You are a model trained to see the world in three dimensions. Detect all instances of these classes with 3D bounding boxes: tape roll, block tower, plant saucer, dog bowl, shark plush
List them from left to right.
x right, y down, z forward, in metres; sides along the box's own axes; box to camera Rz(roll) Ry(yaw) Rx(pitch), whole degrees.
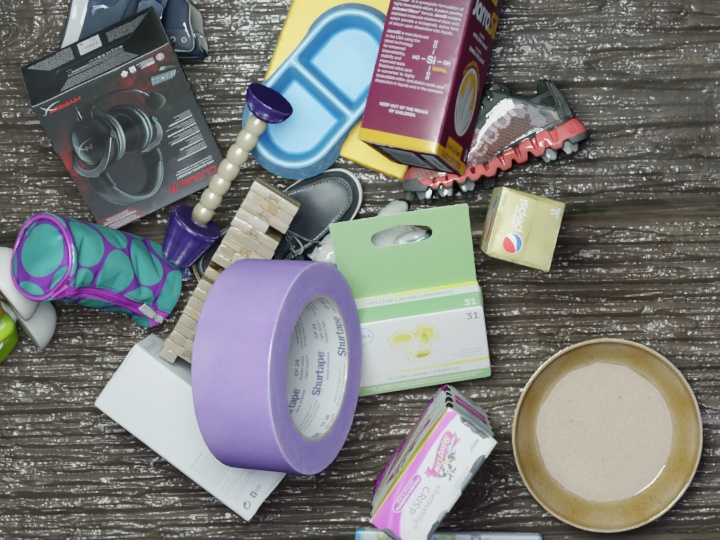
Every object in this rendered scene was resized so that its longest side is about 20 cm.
[{"bbox_3d":[-0.130,0.007,1.649,0.057,0.054,0.201,30,100,-4],"label":"block tower"},{"bbox_3d":[-0.076,0.090,1.567,0.084,0.199,0.203,3,94,25],"label":"tape roll"},{"bbox_3d":[-0.038,-0.183,1.667,0.111,0.050,0.200,42,94,-1],"label":"dog bowl"},{"bbox_3d":[0.000,0.000,1.674,0.198,0.091,0.084,-19,123,-25],"label":"shark plush"},{"bbox_3d":[0.255,0.170,1.716,0.197,0.035,0.203,0,93,1],"label":"plant saucer"}]

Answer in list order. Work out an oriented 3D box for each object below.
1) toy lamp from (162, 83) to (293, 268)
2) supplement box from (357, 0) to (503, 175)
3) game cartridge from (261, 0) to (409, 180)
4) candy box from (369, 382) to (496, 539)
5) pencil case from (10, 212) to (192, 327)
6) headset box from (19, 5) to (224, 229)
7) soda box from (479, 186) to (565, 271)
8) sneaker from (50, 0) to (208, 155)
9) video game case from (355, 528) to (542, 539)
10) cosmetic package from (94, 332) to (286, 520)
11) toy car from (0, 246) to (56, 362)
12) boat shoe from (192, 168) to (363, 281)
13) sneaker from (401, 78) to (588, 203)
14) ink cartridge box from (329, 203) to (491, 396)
[{"bbox_3d":[-0.138,-0.090,1.637,0.058,0.058,0.201,31,113,0],"label":"toy lamp"},{"bbox_3d":[0.073,-0.207,1.615,0.085,0.110,0.203,12,86,19],"label":"supplement box"},{"bbox_3d":[-0.001,-0.218,1.705,0.174,0.032,0.202,21,91,0],"label":"game cartridge"},{"bbox_3d":[0.071,0.192,1.640,0.061,0.200,0.137,35,93,-1],"label":"candy box"},{"bbox_3d":[-0.257,0.002,1.632,0.085,0.199,0.093,-38,65,18],"label":"pencil case"},{"bbox_3d":[-0.229,-0.140,1.644,0.147,0.078,0.201,-24,133,-3],"label":"headset box"},{"bbox_3d":[0.157,-0.043,1.623,0.063,0.200,0.069,14,93,1],"label":"soda box"},{"bbox_3d":[-0.236,-0.205,1.686,0.144,0.077,0.205,14,93,3],"label":"sneaker"},{"bbox_3d":[0.091,0.348,1.740,0.197,0.018,0.145,1,94,1],"label":"video game case"},{"bbox_3d":[-0.167,0.158,1.689,0.199,0.113,0.081,38,94,-3],"label":"cosmetic package"},{"bbox_3d":[-0.414,0.043,1.656,0.175,0.200,0.150,-41,75,-13],"label":"toy car"},{"bbox_3d":[-0.085,-0.040,1.700,0.198,0.062,0.075,-28,90,2],"label":"boat shoe"},{"bbox_3d":[0.128,-0.136,1.685,0.198,0.071,0.099,-22,88,5],"label":"sneaker"},{"bbox_3d":[0.052,0.033,1.655,0.143,0.048,0.201,-8,133,2],"label":"ink cartridge box"}]
